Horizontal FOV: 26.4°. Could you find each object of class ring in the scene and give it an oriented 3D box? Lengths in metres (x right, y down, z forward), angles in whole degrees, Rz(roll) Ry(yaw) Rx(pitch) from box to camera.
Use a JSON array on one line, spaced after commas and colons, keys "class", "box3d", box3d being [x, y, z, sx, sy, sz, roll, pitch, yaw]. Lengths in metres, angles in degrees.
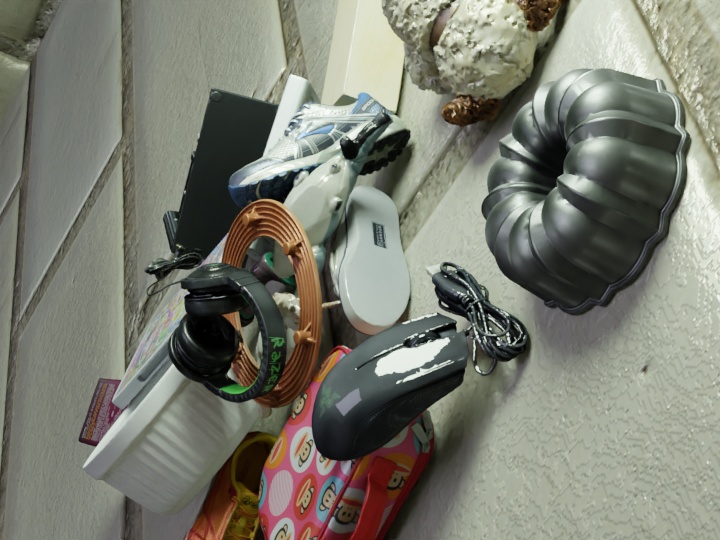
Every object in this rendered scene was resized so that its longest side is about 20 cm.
[{"class": "ring", "box3d": [-0.094, 0.032, 1.467, 0.200, 0.019, 0.201, 7, 98, 57]}]

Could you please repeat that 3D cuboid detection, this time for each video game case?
[{"class": "video game case", "box3d": [-0.197, 0.049, 1.674, 0.200, 0.018, 0.143, -46, 15, 35]}]

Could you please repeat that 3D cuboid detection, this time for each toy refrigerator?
[{"class": "toy refrigerator", "box3d": [0.012, -0.252, 1.680, 0.076, 0.070, 0.200, 138, 145, -58]}]

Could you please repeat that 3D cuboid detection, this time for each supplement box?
[{"class": "supplement box", "box3d": [-0.250, 0.186, 1.834, 0.200, 0.110, 0.086, -5, 66, 64]}]

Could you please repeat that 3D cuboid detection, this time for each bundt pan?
[{"class": "bundt pan", "box3d": [0.164, -0.071, 1.205, 0.202, 0.076, 0.202, -44, 35, 43]}]

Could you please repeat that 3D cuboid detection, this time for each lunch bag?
[{"class": "lunch bag", "box3d": [-0.014, 0.185, 1.372, 0.200, 0.082, 0.176, -62, 26, 16]}]

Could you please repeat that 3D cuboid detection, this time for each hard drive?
[{"class": "hard drive", "box3d": [-0.092, -0.113, 1.764, 0.132, 0.027, 0.201, 50, -123, -80]}]

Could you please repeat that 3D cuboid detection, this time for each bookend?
[{"class": "bookend", "box3d": [-0.169, -0.126, 1.860, 0.199, 0.092, 0.201, -124, 49, -73]}]

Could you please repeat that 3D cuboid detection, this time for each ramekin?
[{"class": "ramekin", "box3d": [-0.186, 0.160, 1.594, 0.200, 0.105, 0.200, -49, 6, 7]}]

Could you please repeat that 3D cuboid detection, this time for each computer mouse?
[{"class": "computer mouse", "box3d": [0.031, 0.076, 1.286, 0.200, 0.053, 0.139, -40, 38, 0]}]

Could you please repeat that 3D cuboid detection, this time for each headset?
[{"class": "headset", "box3d": [-0.134, 0.041, 1.471, 0.200, 0.094, 0.124, 35, 123, 34]}]

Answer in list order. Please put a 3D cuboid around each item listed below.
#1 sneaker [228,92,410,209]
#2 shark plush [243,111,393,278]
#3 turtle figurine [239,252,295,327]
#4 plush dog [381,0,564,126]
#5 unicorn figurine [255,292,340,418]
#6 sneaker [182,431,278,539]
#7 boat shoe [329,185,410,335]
[{"class": "sneaker", "box3d": [-0.052, -0.123, 1.563, 0.085, 0.200, 0.077, 56, 155, 25]}, {"class": "shark plush", "box3d": [-0.040, -0.078, 1.525, 0.200, 0.091, 0.083, -67, -18, 15]}, {"class": "turtle figurine", "box3d": [-0.157, 0.067, 1.759, 0.200, 0.101, 0.150, -41, 36, 37]}, {"class": "plush dog", "box3d": [0.098, -0.232, 1.419, 0.172, 0.160, 0.200, 47, 119, 35]}, {"class": "unicorn figurine", "box3d": [-0.075, 0.074, 1.536, 0.200, 0.074, 0.138, -134, 39, -69]}, {"class": "sneaker", "box3d": [-0.134, 0.258, 1.577, 0.077, 0.073, 0.201, -26, 49, 62]}, {"class": "boat shoe", "box3d": [0.000, 0.000, 1.504, 0.066, 0.072, 0.200, -57, 26, 36]}]
